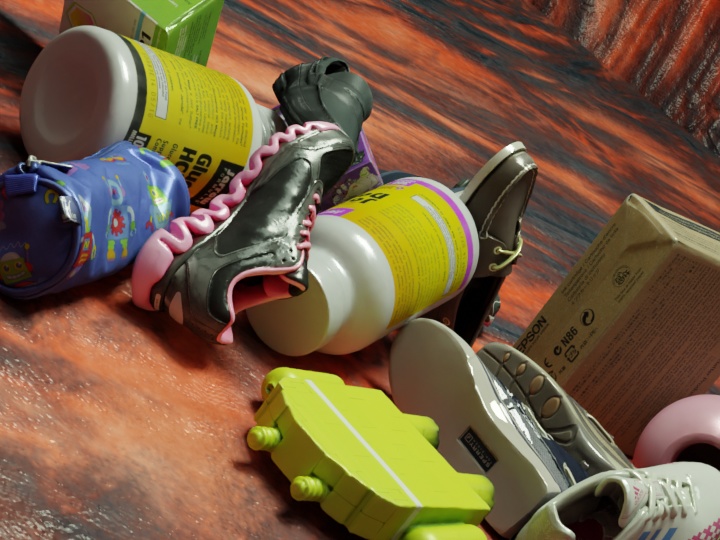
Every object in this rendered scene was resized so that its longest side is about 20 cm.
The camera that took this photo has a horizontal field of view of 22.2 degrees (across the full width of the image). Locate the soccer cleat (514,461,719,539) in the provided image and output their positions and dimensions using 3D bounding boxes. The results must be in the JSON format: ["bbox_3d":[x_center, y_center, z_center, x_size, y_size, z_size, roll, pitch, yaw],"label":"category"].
[{"bbox_3d":[0.190,0.165,1.239,0.200,0.086,0.070,-18,54,-34],"label":"soccer cleat"}]

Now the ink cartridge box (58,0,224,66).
[{"bbox_3d":[-0.216,-0.219,1.479,0.200,0.148,0.076,38,54,11],"label":"ink cartridge box"}]

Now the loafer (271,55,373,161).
[{"bbox_3d":[-0.025,-0.130,1.455,0.068,0.070,0.201,58,3,-21],"label":"loafer"}]

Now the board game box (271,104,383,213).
[{"bbox_3d":[-0.052,-0.093,1.527,0.200,0.120,0.032,-108,174,-63],"label":"board game box"}]

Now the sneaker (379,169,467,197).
[{"bbox_3d":[0.007,-0.032,1.558,0.202,0.077,0.146,-15,21,-35],"label":"sneaker"}]

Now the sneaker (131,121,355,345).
[{"bbox_3d":[-0.061,-0.021,1.252,0.095,0.079,0.200,35,60,21],"label":"sneaker"}]

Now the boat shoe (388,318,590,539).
[{"bbox_3d":[0.098,0.122,1.337,0.093,0.075,0.200,23,29,-50],"label":"boat shoe"}]

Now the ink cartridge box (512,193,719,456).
[{"bbox_3d":[0.236,0.051,1.544,0.165,0.200,0.075,20,24,-42],"label":"ink cartridge box"}]

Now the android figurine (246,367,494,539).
[{"bbox_3d":[0.005,0.125,1.188,0.182,0.041,0.200,46,19,28],"label":"android figurine"}]

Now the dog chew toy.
[{"bbox_3d":[0.295,0.164,1.511,0.125,0.125,0.200,41,10,17],"label":"dog chew toy"}]

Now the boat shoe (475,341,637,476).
[{"bbox_3d":[0.154,0.140,1.401,0.200,0.074,0.073,52,12,19],"label":"boat shoe"}]

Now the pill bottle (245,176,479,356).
[{"bbox_3d":[0.000,0.000,1.367,0.104,0.104,0.200,40,32,15],"label":"pill bottle"}]

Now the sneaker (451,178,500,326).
[{"bbox_3d":[0.094,-0.028,1.677,0.080,0.086,0.200,26,20,-22],"label":"sneaker"}]

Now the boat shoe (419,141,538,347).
[{"bbox_3d":[0.097,-0.013,1.467,0.072,0.200,0.060,-18,54,-46],"label":"boat shoe"}]

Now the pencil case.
[{"bbox_3d":[-0.180,-0.038,1.196,0.078,0.087,0.200,4,9,16],"label":"pencil case"}]

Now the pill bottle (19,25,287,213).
[{"bbox_3d":[-0.148,-0.105,1.382,0.200,0.112,0.112,15,27,-49],"label":"pill bottle"}]

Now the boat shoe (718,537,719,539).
[{"bbox_3d":[0.248,0.239,1.315,0.068,0.072,0.200,41,27,5],"label":"boat shoe"}]
